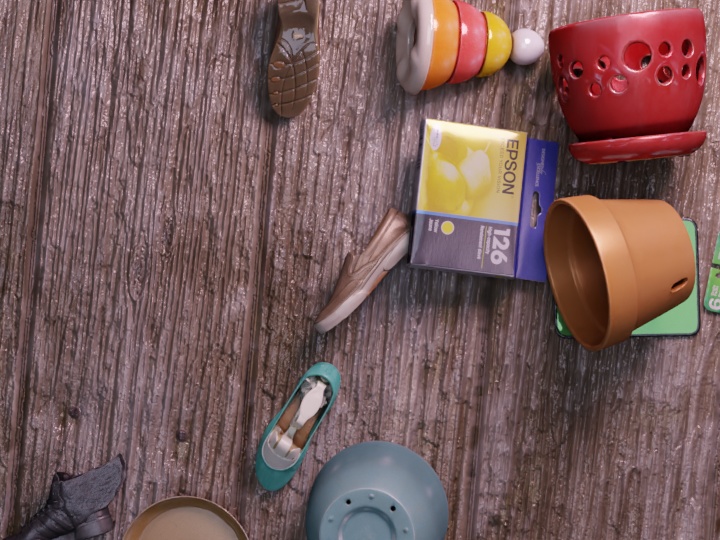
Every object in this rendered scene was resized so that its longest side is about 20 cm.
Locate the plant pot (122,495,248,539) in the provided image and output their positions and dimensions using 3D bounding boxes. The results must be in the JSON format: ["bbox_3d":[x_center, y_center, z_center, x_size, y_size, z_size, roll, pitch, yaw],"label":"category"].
[{"bbox_3d":[-0.244,0.418,1.649,0.198,0.027,0.202,0,90,6],"label":"plant pot"}]

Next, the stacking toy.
[{"bbox_3d":[0.153,-0.308,1.583,0.198,0.146,0.148,2,90,-13],"label":"stacking toy"}]

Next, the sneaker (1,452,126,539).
[{"bbox_3d":[-0.424,0.334,1.655,0.198,0.060,0.105,-13,89,1],"label":"sneaker"}]

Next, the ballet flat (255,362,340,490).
[{"bbox_3d":[-0.093,0.217,1.612,0.067,0.070,0.201,30,93,5],"label":"ballet flat"}]

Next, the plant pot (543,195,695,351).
[{"bbox_3d":[0.340,-0.010,1.511,0.139,0.200,0.202,-14,88,-10],"label":"plant pot"}]

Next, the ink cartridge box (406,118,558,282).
[{"bbox_3d":[0.170,-0.093,1.573,0.198,0.047,0.200,6,86,-5],"label":"ink cartridge box"}]

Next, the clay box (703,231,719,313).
[{"bbox_3d":[0.570,0.019,1.554,0.198,0.048,0.116,11,90,5],"label":"clay box"}]

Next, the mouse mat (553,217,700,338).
[{"bbox_3d":[0.364,0.011,1.597,0.198,0.008,0.163,-1,89,7],"label":"mouse mat"}]

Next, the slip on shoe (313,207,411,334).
[{"bbox_3d":[0.000,0.000,1.600,0.061,0.076,0.200,44,91,-3],"label":"slip on shoe"}]

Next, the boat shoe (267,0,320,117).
[{"bbox_3d":[-0.086,-0.315,1.620,0.071,0.068,0.202,7,107,3],"label":"boat shoe"}]

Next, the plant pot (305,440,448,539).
[{"bbox_3d":[0.015,0.339,1.554,0.198,0.161,0.203,0,90,7],"label":"plant pot"}]

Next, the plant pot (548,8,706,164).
[{"bbox_3d":[0.348,-0.234,1.509,0.198,0.200,0.184,-4,96,6],"label":"plant pot"}]
